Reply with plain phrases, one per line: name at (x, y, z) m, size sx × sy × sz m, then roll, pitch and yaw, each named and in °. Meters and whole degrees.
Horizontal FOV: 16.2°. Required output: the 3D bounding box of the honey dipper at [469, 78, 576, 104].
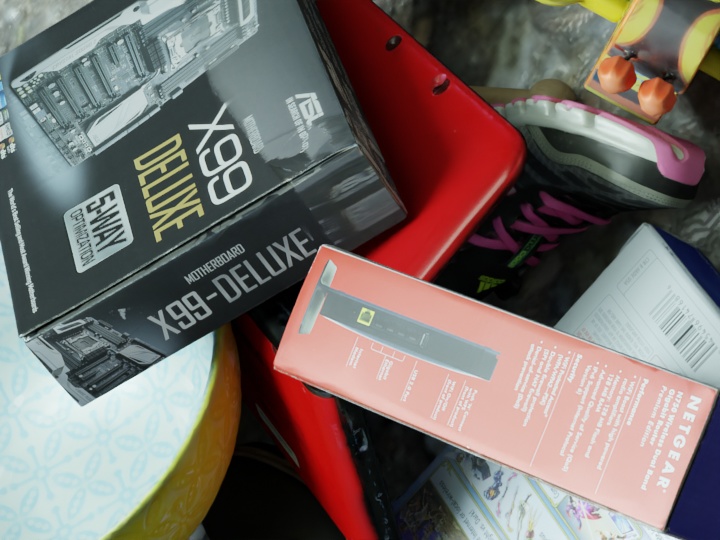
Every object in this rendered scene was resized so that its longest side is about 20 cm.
honey dipper at (0.017, -0.085, 1.189) m, size 0.200 × 0.038 × 0.038 m, roll 5°, pitch 80°, yaw 40°

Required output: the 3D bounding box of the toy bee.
toy bee at (0.115, -0.103, 0.998) m, size 0.131 × 0.200 × 0.109 m, roll 22°, pitch 67°, yaw 22°

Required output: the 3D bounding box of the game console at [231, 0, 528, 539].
game console at (0.000, 0.000, 1.105) m, size 0.119 × 0.172 × 0.200 m, roll -25°, pitch 34°, yaw -12°

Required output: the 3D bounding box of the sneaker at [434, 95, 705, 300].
sneaker at (0.066, -0.025, 1.101) m, size 0.200 × 0.074 × 0.087 m, roll 2°, pitch 78°, yaw 47°

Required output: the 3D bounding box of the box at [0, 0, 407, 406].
box at (-0.080, -0.054, 1.080) m, size 0.158 × 0.050 × 0.200 m, roll -30°, pitch 39°, yaw 8°

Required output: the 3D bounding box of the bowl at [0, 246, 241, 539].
bowl at (-0.131, 0.081, 1.124) m, size 0.200 × 0.108 × 0.200 m, roll -14°, pitch 51°, yaw 18°

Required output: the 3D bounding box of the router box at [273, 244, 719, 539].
router box at (0.099, 0.060, 0.893) m, size 0.179 × 0.200 × 0.049 m, roll 21°, pitch 89°, yaw 43°

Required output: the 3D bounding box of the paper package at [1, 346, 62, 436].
paper package at (-0.183, 0.038, 1.280) m, size 0.191 × 0.103 × 0.200 m, roll 33°, pitch 98°, yaw 43°

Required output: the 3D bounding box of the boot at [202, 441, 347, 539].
boot at (-0.054, 0.152, 1.093) m, size 0.200 × 0.138 × 0.077 m, roll 46°, pitch 130°, yaw 42°

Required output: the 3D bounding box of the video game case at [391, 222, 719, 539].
video game case at (0.119, 0.113, 1.025) m, size 0.181 × 0.045 × 0.200 m, roll -48°, pitch 50°, yaw 17°
